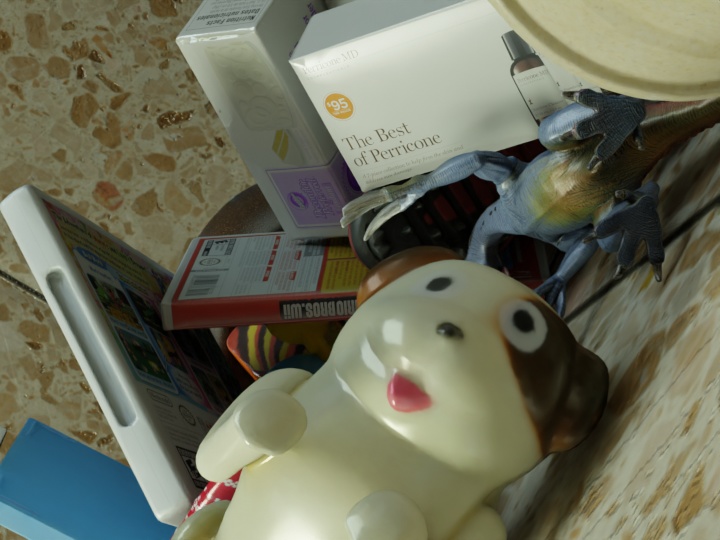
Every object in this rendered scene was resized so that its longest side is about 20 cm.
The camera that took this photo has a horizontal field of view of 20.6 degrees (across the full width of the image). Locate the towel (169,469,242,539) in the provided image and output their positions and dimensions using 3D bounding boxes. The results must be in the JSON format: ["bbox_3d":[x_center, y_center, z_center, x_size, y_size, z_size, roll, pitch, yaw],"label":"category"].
[{"bbox_3d":[-0.034,0.131,0.938,0.200,0.144,0.023,-56,46,33],"label":"towel"}]

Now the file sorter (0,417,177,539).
[{"bbox_3d":[-0.137,0.199,1.135,0.123,0.199,0.139,-62,5,12],"label":"file sorter"}]

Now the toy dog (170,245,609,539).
[{"bbox_3d":[0.016,0.091,0.801,0.194,0.139,0.201,9,-64,-56],"label":"toy dog"}]

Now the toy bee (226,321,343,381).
[{"bbox_3d":[0.004,0.074,1.095,0.108,0.200,0.131,-35,-32,2],"label":"toy bee"}]

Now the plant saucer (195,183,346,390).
[{"bbox_3d":[-0.034,0.042,1.223,0.032,0.200,0.201,7,61,47],"label":"plant saucer"}]

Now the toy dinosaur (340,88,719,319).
[{"bbox_3d":[0.101,-0.025,0.909,0.199,0.105,0.181,-26,0,-6],"label":"toy dinosaur"}]

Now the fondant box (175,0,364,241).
[{"bbox_3d":[-0.007,-0.136,1.109,0.058,0.145,0.200,-1,43,35],"label":"fondant box"}]

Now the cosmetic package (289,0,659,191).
[{"bbox_3d":[0.073,-0.106,0.936,0.199,0.083,0.051,-16,27,27],"label":"cosmetic package"}]

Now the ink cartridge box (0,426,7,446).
[{"bbox_3d":[-0.270,0.148,1.156,0.200,0.084,0.176,122,171,-60],"label":"ink cartridge box"}]

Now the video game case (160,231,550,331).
[{"bbox_3d":[0.000,0.000,1.068,0.143,0.199,0.018,-81,-13,-75],"label":"video game case"}]

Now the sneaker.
[{"bbox_3d":[0.051,-0.046,1.062,0.098,0.071,0.200,-18,14,47],"label":"sneaker"}]

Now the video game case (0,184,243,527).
[{"bbox_3d":[-0.096,0.059,1.011,0.024,0.183,0.200,-33,-21,7],"label":"video game case"}]

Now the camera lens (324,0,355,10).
[{"bbox_3d":[0.090,-0.191,1.023,0.199,0.160,0.160,-6,44,39],"label":"camera lens"}]

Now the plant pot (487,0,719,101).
[{"bbox_3d":[0.149,-0.168,0.678,0.201,0.200,0.183,-61,18,-13],"label":"plant pot"}]
